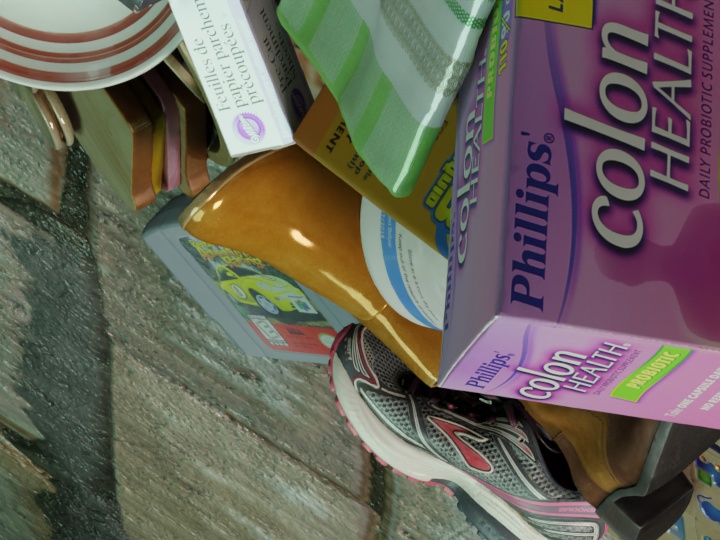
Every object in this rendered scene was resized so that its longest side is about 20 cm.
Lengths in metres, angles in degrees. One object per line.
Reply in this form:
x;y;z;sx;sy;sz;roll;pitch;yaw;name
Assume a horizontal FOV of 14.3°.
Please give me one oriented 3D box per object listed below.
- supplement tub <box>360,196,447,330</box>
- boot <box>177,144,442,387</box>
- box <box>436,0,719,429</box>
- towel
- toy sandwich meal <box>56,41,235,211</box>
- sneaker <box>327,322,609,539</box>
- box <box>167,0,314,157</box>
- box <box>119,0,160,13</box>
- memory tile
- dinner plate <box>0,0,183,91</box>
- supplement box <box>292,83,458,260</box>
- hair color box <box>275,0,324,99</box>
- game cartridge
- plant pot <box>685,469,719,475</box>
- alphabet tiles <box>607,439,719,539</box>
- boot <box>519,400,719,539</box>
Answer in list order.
0.110;-0.020;1.423;0.200;0.132;0.132;14;148;44;supplement tub
0.000;0.000;1.545;0.071;0.201;0.144;-42;75;29;boot
0.143;-0.033;1.207;0.199;0.176;0.097;9;159;-10;box
0.019;-0.152;1.226;0.149;0.031;0.200;62;139;45;towel
-0.138;-0.123;1.588;0.205;0.070;0.205;54;170;14;toy sandwich meal
0.068;0.095;1.724;0.200;0.081;0.075;37;123;0;sneaker
-0.076;-0.153;1.383;0.039;0.041;0.200;-11;112;24;box
-0.115;-0.241;1.291;0.161;0.049;0.200;38;128;12;box
-0.222;-0.169;1.655;0.200;0.017;0.153;53;167;40;memory tile
-0.161;-0.184;1.435;0.200;0.024;0.201;9;119;16;dinner plate
0.057;-0.036;1.340;0.069;0.067;0.200;26;-172;-47;supplement box
-0.006;-0.140;1.452;0.101;0.061;0.200;31;156;12;hair color box
-0.051;0.004;1.813;0.200;0.041;0.133;2;135;53;game cartridge
0.268;0.174;1.690;0.200;0.028;0.200;31;156;15;plant pot
0.195;0.131;1.664;0.200;0.008;0.167;31;146;36;alphabet tiles
0.120;0.041;1.617;0.200;0.068;0.188;49;162;19;boot
